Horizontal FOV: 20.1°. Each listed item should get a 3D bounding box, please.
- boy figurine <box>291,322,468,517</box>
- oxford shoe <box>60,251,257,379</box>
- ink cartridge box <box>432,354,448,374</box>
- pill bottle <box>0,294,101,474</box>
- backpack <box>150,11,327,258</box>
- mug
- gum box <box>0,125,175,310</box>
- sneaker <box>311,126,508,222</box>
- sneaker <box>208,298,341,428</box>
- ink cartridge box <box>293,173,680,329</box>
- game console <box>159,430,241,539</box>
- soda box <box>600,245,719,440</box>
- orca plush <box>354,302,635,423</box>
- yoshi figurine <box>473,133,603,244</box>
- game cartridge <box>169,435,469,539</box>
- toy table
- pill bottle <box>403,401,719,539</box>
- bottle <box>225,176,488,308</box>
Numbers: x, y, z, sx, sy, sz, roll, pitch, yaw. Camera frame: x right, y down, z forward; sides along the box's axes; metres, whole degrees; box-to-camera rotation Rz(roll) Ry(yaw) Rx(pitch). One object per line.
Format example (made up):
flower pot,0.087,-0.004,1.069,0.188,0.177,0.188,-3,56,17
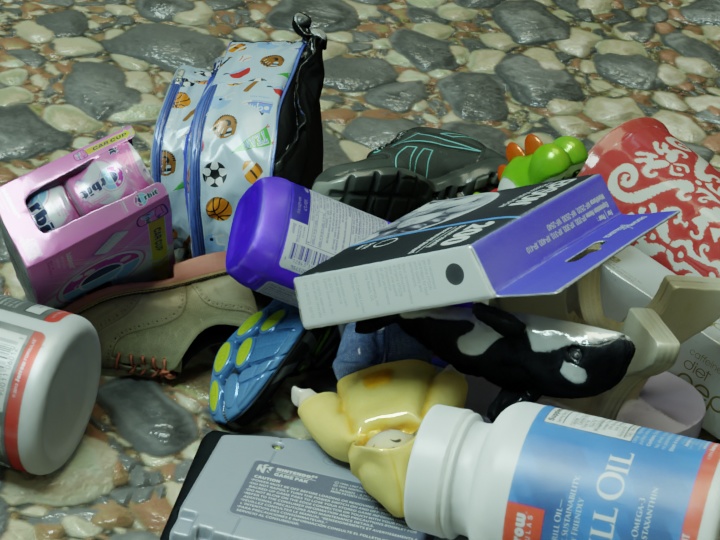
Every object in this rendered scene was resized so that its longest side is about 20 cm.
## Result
boy figurine,0.012,0.089,1.387,0.123,0.065,0.201,-5,35,5
oxford shoe,-0.169,0.051,1.535,0.199,0.071,0.075,-22,74,-15
ink cartridge box,0.093,0.099,1.505,0.198,0.047,0.198,18,27,7
pill bottle,-0.295,0.066,1.444,0.198,0.117,0.116,15,33,14
backpack,-0.093,-0.081,1.647,0.152,0.202,0.191,-6,29,6
mug,0.294,-0.028,1.679,0.177,0.134,0.200,-21,44,-33
gum box,-0.202,-0.026,1.503,0.113,0.200,0.066,-28,76,-11
sneaker,0.038,-0.072,1.645,0.199,0.076,0.079,-4,42,-35
sneaker,-0.040,0.053,1.544,0.070,0.083,0.200,-2,35,43
ink cartridge box,0.087,-0.018,1.365,0.199,0.044,0.198,-8,12,34
game console,-0.029,0.175,1.394,0.198,0.031,0.177,10,32,5
soda box,0.257,0.065,1.537,0.199,0.069,0.063,35,29,22
orca plush,0.085,0.063,1.332,0.198,0.072,0.105,11,-7,24
yoshi figurine,0.136,-0.017,1.578,0.111,0.200,0.113,23,52,-4
game cartridge,-0.014,0.167,1.352,0.198,0.041,0.133,12,33,10
toy table,0.166,0.056,1.443,0.198,0.118,0.184,-3,30,-30
pill bottle,0.133,0.146,1.273,0.198,0.113,0.112,10,32,18
bottle,0.000,0.000,1.498,0.199,0.065,0.084,21,59,-22
